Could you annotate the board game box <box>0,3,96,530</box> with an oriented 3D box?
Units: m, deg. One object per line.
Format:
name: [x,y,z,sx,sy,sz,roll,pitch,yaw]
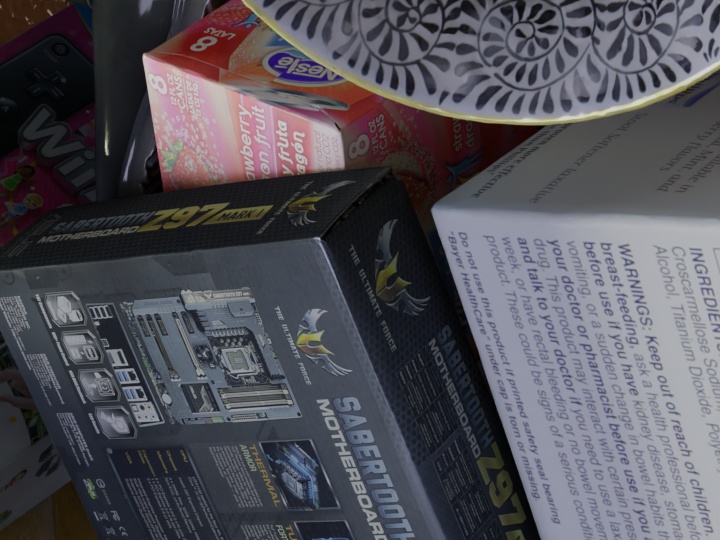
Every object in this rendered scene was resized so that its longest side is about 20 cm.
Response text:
board game box: [-0.129,0.000,1.000,0.147,0.200,0.064,42,142,15]

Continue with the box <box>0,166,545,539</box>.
box: [-0.024,0.069,0.892,0.157,0.051,0.201,-6,117,40]

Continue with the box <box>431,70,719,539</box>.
box: [0.146,0.041,0.807,0.199,0.105,0.185,5,122,47]

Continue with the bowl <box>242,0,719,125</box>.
bowl: [0.046,-0.151,0.751,0.200,0.094,0.201,9,126,13]

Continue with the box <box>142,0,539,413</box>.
box: [0.000,0.000,0.940,0.094,0.103,0.201,23,134,35]

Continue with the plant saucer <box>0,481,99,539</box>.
plant saucer: [-0.116,0.089,1.069,0.200,0.048,0.201,52,-159,-52]

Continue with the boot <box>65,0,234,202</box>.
boot: [-0.121,-0.110,0.987,0.199,0.066,0.166,24,103,30]
